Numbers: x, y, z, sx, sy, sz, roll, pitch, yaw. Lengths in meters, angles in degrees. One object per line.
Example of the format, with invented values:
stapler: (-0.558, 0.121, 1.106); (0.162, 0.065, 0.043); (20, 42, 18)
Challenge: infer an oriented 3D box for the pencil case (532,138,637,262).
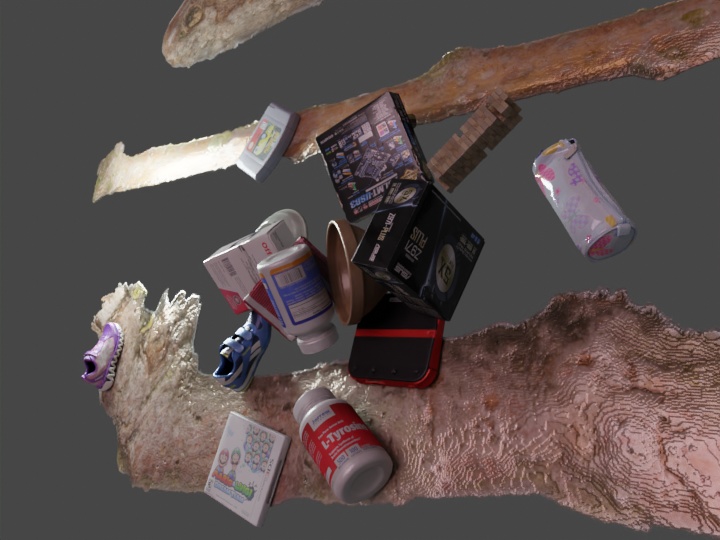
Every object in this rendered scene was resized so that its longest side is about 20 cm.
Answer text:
pencil case: (0.344, -0.111, 0.990); (0.091, 0.083, 0.201); (-55, 41, 42)

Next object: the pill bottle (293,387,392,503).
pill bottle: (-0.039, 0.304, 1.146); (0.112, 0.112, 0.200); (-55, 45, 10)

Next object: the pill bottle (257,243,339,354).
pill bottle: (-0.116, 0.059, 1.269); (0.112, 0.112, 0.201); (-10, 108, 40)

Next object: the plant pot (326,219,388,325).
plant pot: (0.000, 0.000, 1.212); (0.201, 0.092, 0.202); (173, 90, -77)

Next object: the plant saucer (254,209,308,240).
plant saucer: (-0.209, -0.058, 1.510); (0.200, 0.050, 0.201); (-20, 59, 36)

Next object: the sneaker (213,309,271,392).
sneaker: (-0.263, 0.172, 1.437); (0.074, 0.082, 0.201); (12, 79, 46)

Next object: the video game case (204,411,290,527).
video game case: (-0.242, 0.412, 1.352); (0.200, 0.024, 0.183); (9, 78, 45)

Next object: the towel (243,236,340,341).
towel: (-0.133, 0.044, 1.341); (0.200, 0.144, 0.023); (-45, 10, 20)

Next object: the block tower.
block tower: (0.210, -0.239, 1.194); (0.200, 0.058, 0.054); (-48, 46, 18)

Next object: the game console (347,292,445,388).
game console: (0.067, 0.126, 1.191); (0.199, 0.031, 0.178); (-4, 63, 41)

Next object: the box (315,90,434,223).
box: (0.025, -0.225, 1.302); (0.200, 0.050, 0.199); (-26, 84, 30)

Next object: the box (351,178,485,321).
box: (0.103, -0.033, 1.084); (0.086, 0.200, 0.164); (14, 72, 45)

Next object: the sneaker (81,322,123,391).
sneaker: (-0.753, 0.243, 1.860); (0.080, 0.088, 0.201); (-14, 62, 40)

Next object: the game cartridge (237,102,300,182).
game cartridge: (-0.239, -0.334, 1.672); (0.133, 0.041, 0.200); (36, 98, 42)

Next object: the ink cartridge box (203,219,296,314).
ink cartridge box: (-0.223, -0.005, 1.416); (0.199, 0.145, 0.084); (-20, 17, 31)

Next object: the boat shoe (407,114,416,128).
boat shoe: (0.046, -0.249, 1.354); (0.200, 0.072, 0.072); (-34, 81, 23)
